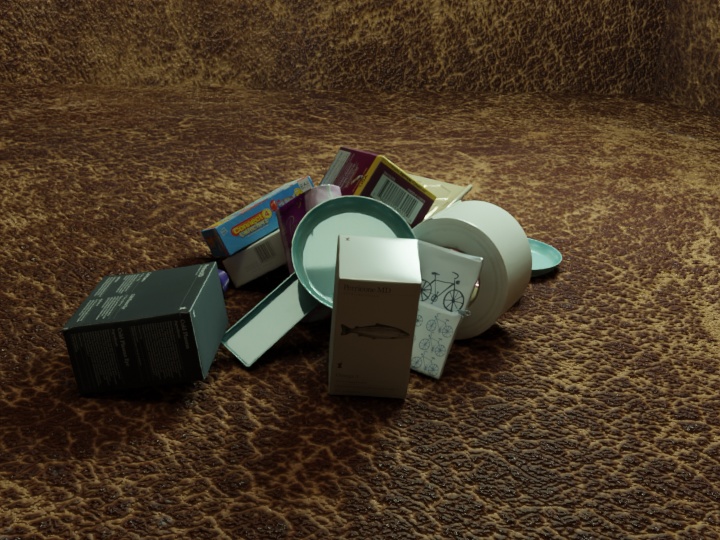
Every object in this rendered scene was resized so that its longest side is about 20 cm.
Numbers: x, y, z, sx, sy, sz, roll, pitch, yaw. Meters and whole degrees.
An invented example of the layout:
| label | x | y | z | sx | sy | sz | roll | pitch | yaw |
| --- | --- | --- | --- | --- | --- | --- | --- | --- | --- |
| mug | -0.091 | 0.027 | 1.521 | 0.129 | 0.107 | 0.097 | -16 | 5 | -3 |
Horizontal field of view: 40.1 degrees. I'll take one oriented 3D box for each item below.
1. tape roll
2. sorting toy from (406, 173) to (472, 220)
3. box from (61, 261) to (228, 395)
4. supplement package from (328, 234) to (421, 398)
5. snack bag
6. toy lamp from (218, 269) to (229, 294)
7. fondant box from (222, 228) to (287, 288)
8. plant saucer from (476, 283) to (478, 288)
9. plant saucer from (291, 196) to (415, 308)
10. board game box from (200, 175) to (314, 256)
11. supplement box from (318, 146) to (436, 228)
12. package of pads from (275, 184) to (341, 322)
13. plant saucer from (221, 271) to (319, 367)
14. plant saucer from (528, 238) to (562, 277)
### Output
| label | x | y | z | sx | sy | sz | roll | pitch | yaw |
| --- | --- | --- | --- | --- | --- | --- | --- | --- | --- |
| tape roll | 0.170 | -0.003 | 1.629 | 0.200 | 0.206 | 0.139 | 13 | 21 | 23 |
| sorting toy | 0.094 | -0.134 | 1.898 | 0.197 | 0.037 | 0.185 | 11 | 31 | 27 |
| box | -0.298 | 0.079 | 1.406 | 0.179 | 0.106 | 0.200 | -8 | 20 | 6 |
| supplement package | 0.017 | 0.066 | 1.392 | 0.115 | 0.203 | 0.118 | 4 | 33 | -2 |
| snack bag | 0.085 | 0.047 | 1.524 | 0.187 | 0.203 | 0.021 | 19 | -7 | 36 |
| toy lamp | -0.272 | 0.046 | 1.618 | 0.057 | 0.059 | 0.200 | 10 | 20 | 16 |
| fondant box | -0.147 | -0.050 | 1.802 | 0.143 | 0.059 | 0.200 | -26 | 8 | 24 |
| plant saucer | 0.205 | 0.014 | 1.814 | 0.197 | 0.052 | 0.201 | 4 | 21 | -2 |
| plant saucer | -0.008 | -0.021 | 1.520 | 0.197 | 0.028 | 0.203 | 3 | 64 | -6 |
| board game box | -0.186 | -0.097 | 1.818 | 0.194 | 0.056 | 0.200 | -31 | 8 | -15 |
| supplement box | 0.022 | -0.132 | 1.717 | 0.130 | 0.104 | 0.200 | 33 | -2 | -23 |
| package of pads | -0.067 | -0.027 | 1.614 | 0.075 | 0.203 | 0.120 | -2 | -17 | -40 |
| plant saucer | -0.121 | 0.065 | 1.503 | 0.070 | 0.019 | 0.200 | 38 | 66 | 23 |
| plant saucer | 0.302 | -0.027 | 1.977 | 0.196 | 0.028 | 0.201 | 5 | 21 | -2 |
